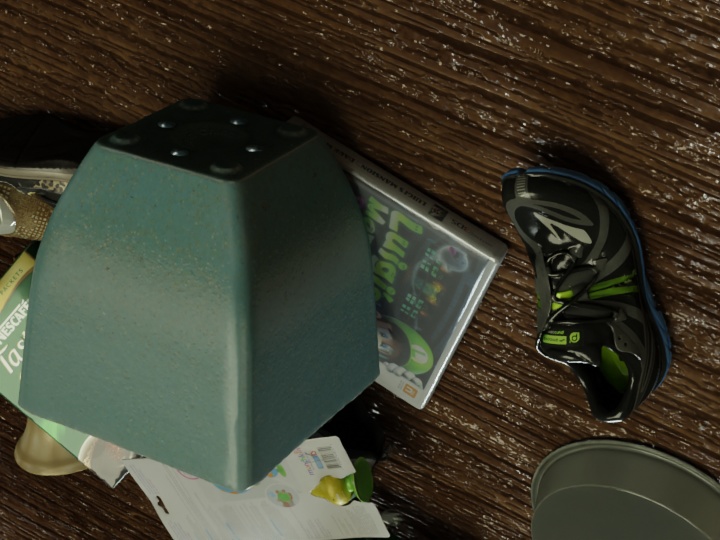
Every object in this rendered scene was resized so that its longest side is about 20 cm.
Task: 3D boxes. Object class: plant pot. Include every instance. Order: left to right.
[{"bbox_3d":[-0.108,-0.003,1.073,0.195,0.196,0.201,16,119,24],"label":"plant pot"}]

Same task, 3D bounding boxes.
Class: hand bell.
[{"bbox_3d":[-0.287,0.076,1.421,0.104,0.104,0.201,10,121,30],"label":"hand bell"}]

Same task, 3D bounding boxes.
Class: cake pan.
[{"bbox_3d":[0.216,0.215,1.191,0.199,0.037,0.201,21,138,20],"label":"cake pan"}]

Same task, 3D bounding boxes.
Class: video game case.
[{"bbox_3d":[0.000,0.000,1.156,0.181,0.023,0.200,31,141,7],"label":"video game case"}]

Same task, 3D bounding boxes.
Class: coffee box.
[{"bbox_3d":[-0.253,0.084,1.366,0.200,0.044,0.123,43,104,-7],"label":"coffee box"}]

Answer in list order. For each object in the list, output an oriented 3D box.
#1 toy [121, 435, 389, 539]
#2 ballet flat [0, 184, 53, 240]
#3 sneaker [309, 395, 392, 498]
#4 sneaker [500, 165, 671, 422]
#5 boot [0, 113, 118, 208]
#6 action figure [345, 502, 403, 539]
[{"bbox_3d":[-0.080,0.172,1.260,0.199,0.047,0.116,-6,128,27],"label":"toy"},{"bbox_3d":[-0.340,-0.073,1.311,0.199,0.065,0.071,33,141,6],"label":"ballet flat"},{"bbox_3d":[-0.061,0.104,1.272,0.199,0.078,0.140,32,140,-8],"label":"sneaker"},{"bbox_3d":[0.147,0.017,1.012,0.070,0.083,0.200,-4,125,39],"label":"sneaker"},{"bbox_3d":[-0.222,-0.044,1.246,0.199,0.073,0.151,7,132,21],"label":"boot"},{"bbox_3d":[0.013,0.237,1.345,0.200,0.055,0.118,35,160,14],"label":"action figure"}]
